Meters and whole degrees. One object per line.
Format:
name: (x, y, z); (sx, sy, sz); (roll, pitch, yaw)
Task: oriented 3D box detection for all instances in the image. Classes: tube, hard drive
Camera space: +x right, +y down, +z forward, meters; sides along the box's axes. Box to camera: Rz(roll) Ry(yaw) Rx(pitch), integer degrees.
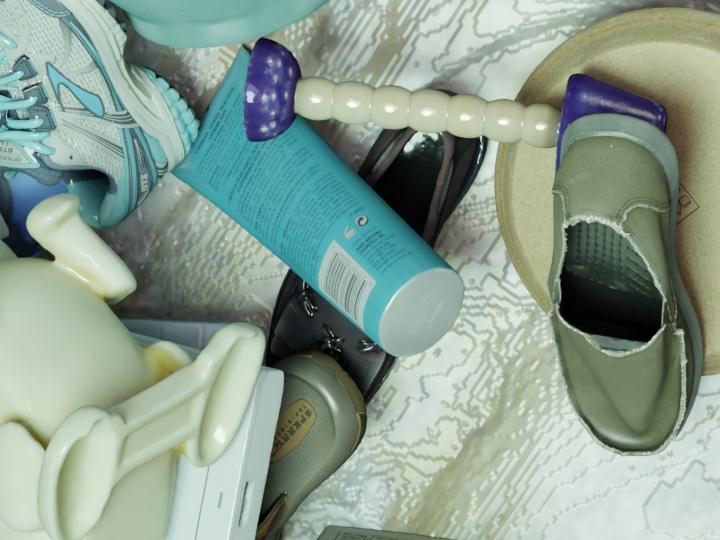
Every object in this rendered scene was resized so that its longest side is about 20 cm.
tube: (-0.027, -0.032, 1.301); (0.078, 0.050, 0.200); (-54, 51, 10)
hard drive: (-0.138, 0.093, 1.311); (0.200, 0.027, 0.132); (13, 94, 30)

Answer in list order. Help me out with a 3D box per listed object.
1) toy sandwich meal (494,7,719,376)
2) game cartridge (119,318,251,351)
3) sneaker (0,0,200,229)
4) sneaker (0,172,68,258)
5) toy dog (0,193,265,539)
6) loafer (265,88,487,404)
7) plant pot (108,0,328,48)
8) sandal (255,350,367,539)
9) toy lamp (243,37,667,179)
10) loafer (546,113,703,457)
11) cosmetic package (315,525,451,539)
toy sandwich meal: (0.167, -0.041, 1.296); (0.205, 0.070, 0.206); (6, 106, 20)
game cartridge: (-0.144, 0.089, 1.350); (0.200, 0.041, 0.133); (1, 92, 30)
sneaker: (-0.153, -0.088, 1.278); (0.078, 0.200, 0.086); (18, 71, 40)
sneaker: (-0.238, -0.016, 1.332); (0.200, 0.146, 0.081); (-23, 95, 14)
toy dog: (-0.166, 0.049, 1.254); (0.200, 0.139, 0.194); (37, 141, 24)
loafer: (0.000, 0.000, 1.332); (0.072, 0.063, 0.200); (27, 103, 5)
plant pot: (-0.075, -0.193, 1.264); (0.200, 0.200, 0.134); (-8, 125, 12)
sandal: (-0.067, 0.122, 1.351); (0.082, 0.055, 0.200); (46, 125, 7)
toy lamp: (0.046, -0.073, 1.253); (0.200, 0.058, 0.058); (8, 101, 10)
loafer: (0.116, 0.020, 1.231); (0.075, 0.070, 0.200); (5, 133, 21)
cosmetic package: (0.008, 0.190, 1.292); (0.103, 0.200, 0.073); (6, 100, 11)
